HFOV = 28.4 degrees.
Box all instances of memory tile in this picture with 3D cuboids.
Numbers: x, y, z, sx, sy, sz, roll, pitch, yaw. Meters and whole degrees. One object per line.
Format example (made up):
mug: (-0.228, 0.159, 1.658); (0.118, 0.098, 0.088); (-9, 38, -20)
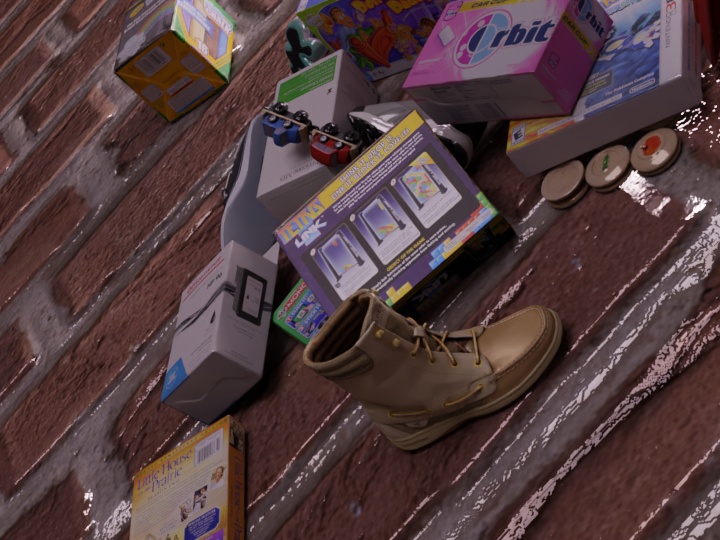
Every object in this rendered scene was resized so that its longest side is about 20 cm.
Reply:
memory tile: (0.250, -0.157, 1.396); (0.152, 0.017, 0.202); (-20, 43, 37)

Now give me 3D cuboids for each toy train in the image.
toy train: (-0.030, -0.135, 1.554); (0.198, 0.034, 0.046); (24, 64, 22)

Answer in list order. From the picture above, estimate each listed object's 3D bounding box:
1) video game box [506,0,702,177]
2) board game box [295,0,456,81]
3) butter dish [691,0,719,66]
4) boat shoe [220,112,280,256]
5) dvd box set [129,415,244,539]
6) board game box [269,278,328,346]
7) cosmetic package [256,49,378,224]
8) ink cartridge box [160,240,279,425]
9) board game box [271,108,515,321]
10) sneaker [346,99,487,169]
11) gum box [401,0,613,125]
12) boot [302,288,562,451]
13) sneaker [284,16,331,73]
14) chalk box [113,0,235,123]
video game box: (0.241, -0.203, 1.399); (0.198, 0.047, 0.184); (-23, 38, 34)
board game box: (0.039, -0.304, 1.682); (0.198, 0.134, 0.045); (-13, 46, 42)
butter dish: (0.380, -0.319, 1.296); (0.146, 0.200, 0.202); (3, 55, 22)
boat shoe: (-0.136, -0.092, 1.718); (0.068, 0.073, 0.202); (-29, 52, 60)
dvd box set: (-0.179, 0.261, 1.450); (0.146, 0.029, 0.201); (-33, 37, 23)
board game box: (0.000, 0.000, 1.513); (0.201, 0.029, 0.134); (-52, 32, -6)
cosmetic package: (-0.047, -0.149, 1.670); (0.107, 0.085, 0.202); (-23, 40, 28)
ink cartridge box: (-0.153, 0.053, 1.577); (0.116, 0.067, 0.202); (-42, 30, 38)
board game box: (0.031, -0.037, 1.432); (0.199, 0.057, 0.166); (-40, 56, 7)
sneaker: (0.064, -0.157, 1.572); (0.199, 0.074, 0.080); (14, 57, 47)
gum box: (0.141, -0.215, 1.424); (0.199, 0.066, 0.114); (2, 57, 50)
boot: (0.064, 0.065, 1.256); (0.199, 0.155, 0.073); (-32, 36, 22)
sneaker: (-0.017, -0.327, 1.820); (0.139, 0.201, 0.078); (-18, 56, -28)
chalk box: (-0.269, -0.343, 2.090); (0.124, 0.124, 0.202); (-30, 36, 27)
